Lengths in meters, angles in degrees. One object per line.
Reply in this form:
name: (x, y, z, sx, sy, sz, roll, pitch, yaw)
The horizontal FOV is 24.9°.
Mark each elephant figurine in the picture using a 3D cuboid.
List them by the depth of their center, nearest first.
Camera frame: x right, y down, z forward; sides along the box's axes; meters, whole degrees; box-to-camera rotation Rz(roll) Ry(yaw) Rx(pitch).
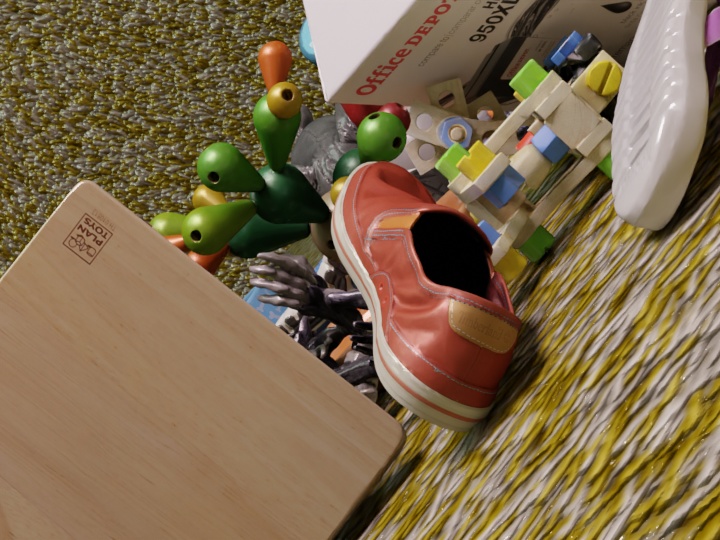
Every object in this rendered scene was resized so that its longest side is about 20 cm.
elephant figurine: (-0.013, -0.098, 1.575, 0.200, 0.154, 0.143, 28, -112, -83)

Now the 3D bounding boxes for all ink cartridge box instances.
ink cartridge box: (0.085, -0.163, 0.962, 0.198, 0.085, 0.145, -1, -24, -29)

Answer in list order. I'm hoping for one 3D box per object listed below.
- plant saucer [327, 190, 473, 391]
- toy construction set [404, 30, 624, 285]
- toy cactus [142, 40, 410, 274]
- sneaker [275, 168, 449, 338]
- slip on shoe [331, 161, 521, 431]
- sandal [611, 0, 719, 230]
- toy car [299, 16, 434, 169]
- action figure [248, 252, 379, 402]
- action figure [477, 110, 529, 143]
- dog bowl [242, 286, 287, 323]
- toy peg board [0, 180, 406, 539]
plant saucer: (0.023, 0.024, 1.037, 0.200, 0.037, 0.200, -49, 6, 6)
toy construction set: (0.089, -0.068, 0.882, 0.131, 0.092, 0.200, -49, 16, 6)
toy cactus: (-0.035, -0.043, 0.931, 0.199, 0.164, 0.103, -32, 54, 32)
sneaker: (0.000, 0.000, 1.183, 0.200, 0.078, 0.089, -49, 7, 16)
slip on shoe: (0.033, -0.004, 0.745, 0.061, 0.074, 0.200, -58, 20, 20)
sandal: (0.146, -0.086, 0.716, 0.083, 0.049, 0.204, 114, 176, -48)
toy car: (0.064, -0.140, 1.456, 0.176, 0.184, 0.202, -25, 57, 27)
action figure: (-0.031, 0.048, 0.882, 0.200, 0.102, 0.120, -35, 34, 49)
action figure: (0.116, -0.160, 1.228, 0.200, 0.104, 0.194, -48, -6, -24)
dog bowl: (-0.114, 0.092, 1.255, 0.201, 0.049, 0.111, -54, 7, -29)
toy peg board: (-0.111, 0.100, 0.793, 0.200, 0.199, 0.098, -52, -10, -5)
